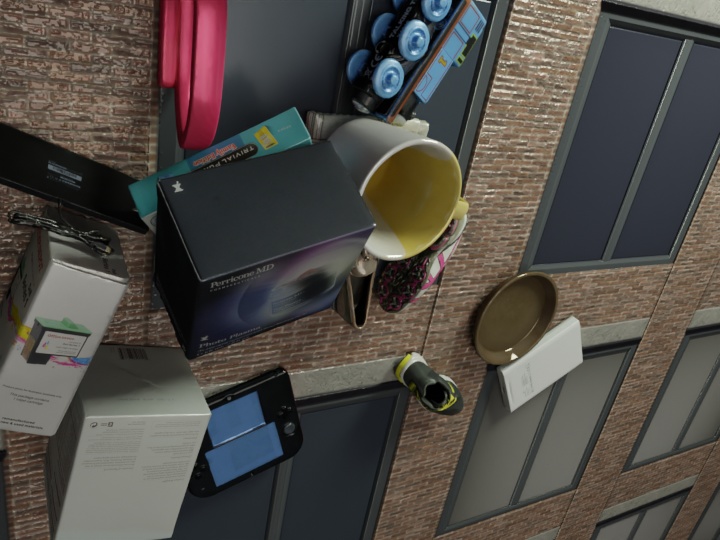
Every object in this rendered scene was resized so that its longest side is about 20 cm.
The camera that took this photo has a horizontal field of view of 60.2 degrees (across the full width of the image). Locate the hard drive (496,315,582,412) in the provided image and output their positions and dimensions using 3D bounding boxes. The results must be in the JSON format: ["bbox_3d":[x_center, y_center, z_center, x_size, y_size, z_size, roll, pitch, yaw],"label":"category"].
[{"bbox_3d":[0.377,0.197,1.296,0.198,0.026,0.133,-31,129,-13],"label":"hard drive"}]

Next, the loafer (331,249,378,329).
[{"bbox_3d":[0.000,0.000,0.897,0.071,0.063,0.202,-19,139,-27],"label":"loafer"}]

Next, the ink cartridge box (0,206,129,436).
[{"bbox_3d":[-0.342,0.052,0.686,0.083,0.145,0.202,22,105,-36],"label":"ink cartridge box"}]

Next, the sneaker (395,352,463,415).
[{"bbox_3d":[0.136,0.228,1.127,0.075,0.085,0.200,-48,131,3],"label":"sneaker"}]

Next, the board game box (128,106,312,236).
[{"bbox_3d":[-0.145,-0.089,0.727,0.198,0.047,0.151,-27,161,-6],"label":"board game box"}]

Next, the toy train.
[{"bbox_3d":[0.068,-0.274,0.785,0.114,0.086,0.202,29,95,-45],"label":"toy train"}]

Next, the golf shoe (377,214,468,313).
[{"bbox_3d":[0.104,-0.013,0.971,0.201,0.073,0.092,-55,149,14],"label":"golf shoe"}]

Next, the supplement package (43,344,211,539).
[{"bbox_3d":[-0.309,0.223,0.804,0.150,0.151,0.203,8,112,-35],"label":"supplement package"}]

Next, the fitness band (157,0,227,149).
[{"bbox_3d":[-0.171,-0.225,0.630,0.037,0.144,0.203,-6,120,-30],"label":"fitness band"}]

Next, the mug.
[{"bbox_3d":[0.030,-0.104,0.780,0.149,0.153,0.187,-42,133,-3],"label":"mug"}]

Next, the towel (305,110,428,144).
[{"bbox_3d":[0.004,-0.122,0.871,0.197,0.035,0.195,-5,119,-30],"label":"towel"}]

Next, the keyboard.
[{"bbox_3d":[-0.315,-0.079,0.649,0.198,0.129,0.021,22,132,-38],"label":"keyboard"}]

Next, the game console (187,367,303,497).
[{"bbox_3d":[-0.191,0.258,0.978,0.198,0.031,0.179,-21,126,-21],"label":"game console"}]

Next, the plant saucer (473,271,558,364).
[{"bbox_3d":[0.291,0.088,1.177,0.197,0.029,0.203,-15,124,-23],"label":"plant saucer"}]

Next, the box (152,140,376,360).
[{"bbox_3d":[-0.115,-0.018,0.690,0.198,0.124,0.199,-20,158,-27],"label":"box"}]
